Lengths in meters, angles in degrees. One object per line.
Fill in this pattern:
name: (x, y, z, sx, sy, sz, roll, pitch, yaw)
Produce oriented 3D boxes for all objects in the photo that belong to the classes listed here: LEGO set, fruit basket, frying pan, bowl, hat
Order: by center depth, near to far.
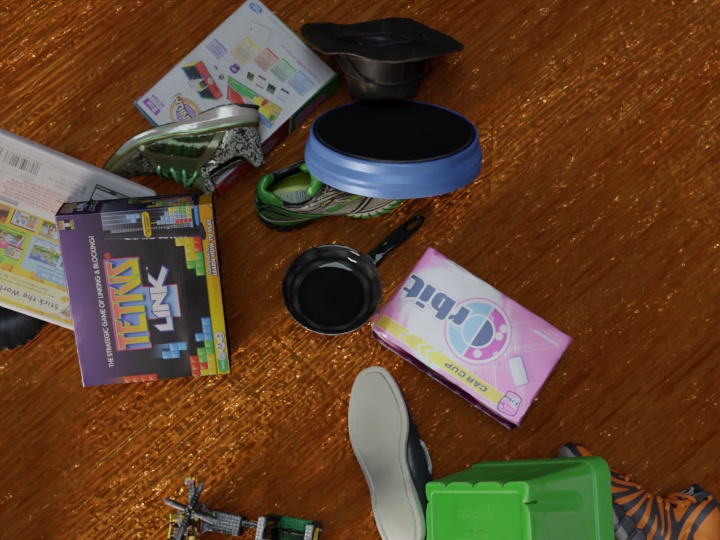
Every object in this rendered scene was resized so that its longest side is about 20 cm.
fruit basket: (0.192, 0.271, 1.003, 0.214, 0.216, 0.156, -2, 78, 3)
LEGO set: (-0.125, 0.313, 1.025, 0.199, 0.116, 0.154, 17, 79, 7)
bowl: (0.037, -0.141, 1.091, 0.200, 0.201, 0.040, 3, 121, 4)
frying pan: (-0.016, -0.006, 1.136, 0.115, 0.031, 0.190, 25, 64, 10)
hat: (0.024, -0.237, 1.142, 0.200, 0.201, 0.081, 3, 116, 4)

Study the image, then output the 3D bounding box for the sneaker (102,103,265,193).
sneaker: (-0.197, -0.122, 1.112, 0.199, 0.077, 0.089, -20, 85, 1)

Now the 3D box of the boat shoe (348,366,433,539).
boat shoe: (0.038, 0.205, 1.074, 0.075, 0.060, 0.201, -14, 77, 28)

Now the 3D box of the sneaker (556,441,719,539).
sneaker: (0.305, 0.247, 1.048, 0.112, 0.078, 0.200, -36, 84, -13)

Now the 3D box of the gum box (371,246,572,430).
gum box: (0.118, 0.073, 1.092, 0.200, 0.066, 0.114, 33, 80, 10)

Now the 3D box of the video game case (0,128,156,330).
video game case: (-0.350, -0.041, 1.068, 0.199, 0.023, 0.183, 22, 102, -22)

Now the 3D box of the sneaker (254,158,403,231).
sneaker: (-0.026, -0.097, 1.129, 0.199, 0.085, 0.078, -18, 77, -3)

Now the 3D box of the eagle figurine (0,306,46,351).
eagle figurine: (-0.426, -0.030, 1.131, 0.152, 0.150, 0.201, 42, 118, 49)

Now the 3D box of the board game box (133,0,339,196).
board game box: (-0.148, -0.213, 1.184, 0.200, 0.040, 0.153, -43, 79, -6)

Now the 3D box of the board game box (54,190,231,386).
board game box: (-0.232, 0.020, 1.070, 0.164, 0.057, 0.201, -6, 111, -6)
